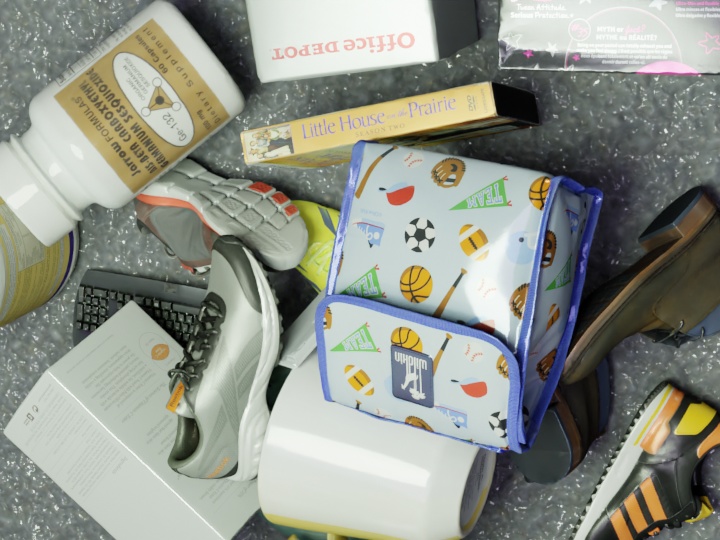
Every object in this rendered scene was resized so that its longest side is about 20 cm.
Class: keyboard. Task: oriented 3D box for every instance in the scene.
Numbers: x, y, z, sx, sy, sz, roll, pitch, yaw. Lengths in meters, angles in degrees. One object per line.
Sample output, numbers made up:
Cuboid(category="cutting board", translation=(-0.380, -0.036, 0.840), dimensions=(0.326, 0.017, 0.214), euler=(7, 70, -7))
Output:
Cuboid(category="keyboard", translation=(0.000, 0.000, 1.302), dimensions=(0.011, 0.056, 0.200), euler=(47, 73, -18))
Cuboid(category="keyboard", translation=(-0.166, 0.073, 1.426), dimensions=(0.200, 0.021, 0.127), euler=(9, 106, 27))

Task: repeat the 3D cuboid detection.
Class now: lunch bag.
Cuboid(category="lunch bag", translation=(0.065, 0.019, 1.188), dimensions=(0.170, 0.124, 0.200), euler=(14, 93, 27))

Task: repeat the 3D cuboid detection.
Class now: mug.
Cuboid(category="mug", translation=(0.025, 0.154, 1.300), dimensions=(0.153, 0.187, 0.150), euler=(14, 69, 20))

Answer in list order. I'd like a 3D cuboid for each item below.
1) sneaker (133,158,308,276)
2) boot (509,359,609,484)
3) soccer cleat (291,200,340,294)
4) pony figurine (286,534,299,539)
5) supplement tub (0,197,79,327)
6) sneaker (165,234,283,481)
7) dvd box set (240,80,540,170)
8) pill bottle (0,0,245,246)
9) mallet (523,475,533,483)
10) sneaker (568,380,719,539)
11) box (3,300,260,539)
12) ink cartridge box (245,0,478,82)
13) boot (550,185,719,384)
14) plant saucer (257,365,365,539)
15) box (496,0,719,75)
Cuboid(category="sneaker", translation=(-0.116, -0.031, 1.364), dimensions=(0.200, 0.077, 0.082), euler=(29, 129, 40))
Cuboid(category="boot", translation=(0.142, 0.061, 1.311), dimensions=(0.075, 0.097, 0.200), euler=(-11, 94, 34))
Cuboid(category="soccer cleat", translation=(-0.001, 0.018, 1.346), dimensions=(0.200, 0.084, 0.065), euler=(45, 111, 3))
Cuboid(category="pony figurine", translation=(-0.009, 0.319, 1.403), dimensions=(0.200, 0.167, 0.193), euler=(41, 143, 1))
Cuboid(category="supplement tub", translation=(-0.340, -0.013, 1.380), dimensions=(0.145, 0.200, 0.146), euler=(4, 104, 16))
Cuboid(category="sneaker", translation=(-0.109, 0.071, 1.276), dimensions=(0.079, 0.074, 0.200), euler=(-2, 104, -28))
Cuboid(category="dvd box set", translation=(0.026, -0.110, 1.274), dimensions=(0.200, 0.146, 0.029), euler=(-10, 89, 18))
Cuboid(category="pill bottle", translation=(-0.201, -0.115, 1.324), dimensions=(0.200, 0.114, 0.114), euler=(-39, 90, -3))
Cuboid(category="mallet", translation=(0.118, 0.078, 1.353), dimensions=(0.041, 0.066, 0.200), euler=(1, 124, 52))
Cuboid(category="sneaker", translation=(0.232, 0.192, 1.324), dimensions=(0.090, 0.070, 0.200), euler=(28, 107, 12))
Cuboid(category="box", translation=(-0.171, 0.145, 1.363), dimensions=(0.200, 0.124, 0.097), euler=(43, 129, 2))
Cuboid(category="ink cartridge box", translation=(-0.003, -0.253, 1.249), dimensions=(0.145, 0.145, 0.200), euler=(-4, 102, 18))
Cuboid(category="boot", translation=(0.229, 0.035, 1.246), dimensions=(0.097, 0.075, 0.200), euler=(46, 71, -6))
Cuboid(category="plant saucer", translation=(-0.034, 0.151, 1.415), dimensions=(0.200, 0.036, 0.200), euler=(4, 103, 16))
Cuboid(category="box", translation=(0.210, -0.204, 1.203), dimensions=(0.200, 0.132, 0.115), euler=(4, 101, 16))
